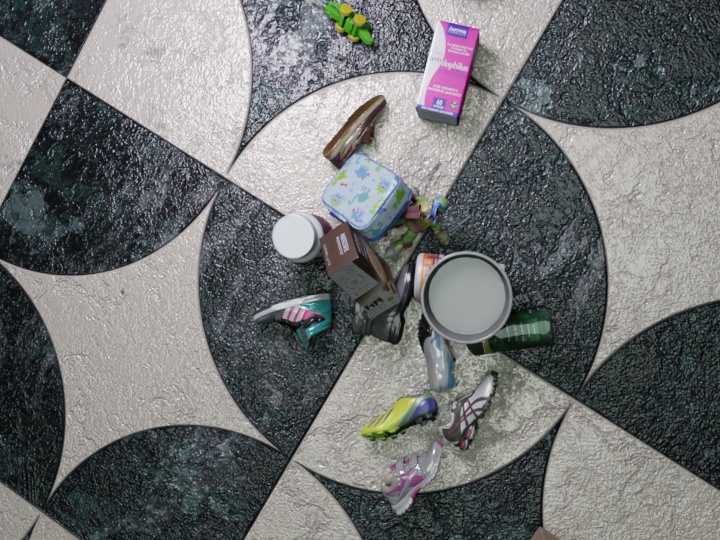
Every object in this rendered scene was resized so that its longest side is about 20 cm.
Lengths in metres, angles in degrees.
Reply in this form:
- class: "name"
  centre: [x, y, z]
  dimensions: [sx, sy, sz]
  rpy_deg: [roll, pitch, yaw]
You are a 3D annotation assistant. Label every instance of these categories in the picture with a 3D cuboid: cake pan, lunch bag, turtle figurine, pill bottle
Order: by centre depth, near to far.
- class: "cake pan"
  centre: [0.231, 0.058, 1.502]
  dimensions: [0.198, 0.037, 0.203]
  rpy_deg: [1, 96, 9]
- class: "lunch bag"
  centre: [0.011, -0.167, 1.568]
  dimensions: [0.161, 0.082, 0.200]
  rpy_deg: [-52, 45, 0]
- class: "pill bottle"
  centre: [0.226, 0.022, 1.575]
  dimensions: [0.197, 0.110, 0.111]
  rpy_deg: [5, 93, 9]
- class: "pill bottle"
  centre: [-0.131, -0.076, 1.580]
  dimensions: [0.113, 0.200, 0.116]
  rpy_deg: [0, 92, 8]
- class: "turtle figurine"
  centre: [0.142, -0.115, 1.602]
  dimensions: [0.193, 0.201, 0.144]
  rpy_deg: [-32, 110, 28]

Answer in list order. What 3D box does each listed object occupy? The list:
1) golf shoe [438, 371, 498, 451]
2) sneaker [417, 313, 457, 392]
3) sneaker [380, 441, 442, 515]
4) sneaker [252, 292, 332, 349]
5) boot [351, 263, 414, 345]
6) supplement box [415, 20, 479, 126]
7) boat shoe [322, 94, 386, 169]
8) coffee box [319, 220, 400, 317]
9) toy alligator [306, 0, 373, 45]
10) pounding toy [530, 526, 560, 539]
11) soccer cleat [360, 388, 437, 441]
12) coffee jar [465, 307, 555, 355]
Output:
- class: "golf shoe"
  centre: [0.255, 0.316, 1.599]
  dimensions: [0.087, 0.077, 0.202]
  rpy_deg: [28, 95, 14]
- class: "sneaker"
  centre: [0.183, 0.183, 1.615]
  dimensions: [0.072, 0.072, 0.203]
  rpy_deg: [-6, 83, -26]
- class: "sneaker"
  centre: [0.118, 0.476, 1.620]
  dimensions: [0.088, 0.081, 0.201]
  rpy_deg: [38, 96, 4]
- class: "sneaker"
  centre: [-0.155, 0.134, 1.654]
  dimensions: [0.198, 0.084, 0.122]
  rpy_deg: [-14, 80, 8]
- class: "boot"
  centre: [0.050, 0.068, 1.628]
  dimensions: [0.130, 0.070, 0.202]
  rpy_deg: [15, 87, 16]
- class: "supplement box"
  centre: [0.200, -0.448, 1.569]
  dimensions: [0.100, 0.103, 0.203]
  rpy_deg: [14, 92, 9]
- class: "boat shoe"
  centre: [-0.001, -0.326, 1.628]
  dimensions: [0.072, 0.072, 0.200]
  rpy_deg: [42, 86, -25]
- class: "coffee box"
  centre: [0.000, 0.000, 1.527]
  dimensions: [0.079, 0.200, 0.115]
  rpy_deg: [-30, 49, 14]
- class: "toy alligator"
  centre: [-0.039, -0.605, 1.627]
  dimensions: [0.199, 0.059, 0.054]
  rpy_deg: [38, 55, 7]
- class: "pounding toy"
  centre: [0.458, 0.706, 1.538]
  dimensions: [0.199, 0.142, 0.185]
  rpy_deg: [33, 93, 8]
- class: "soccer cleat"
  centre: [0.089, 0.345, 1.640]
  dimensions: [0.198, 0.065, 0.084]
  rpy_deg: [-24, 59, 13]
- class: "coffee jar"
  centre: [0.335, 0.139, 1.564]
  dimensions: [0.197, 0.104, 0.086]
  rpy_deg: [-10, 91, 8]
